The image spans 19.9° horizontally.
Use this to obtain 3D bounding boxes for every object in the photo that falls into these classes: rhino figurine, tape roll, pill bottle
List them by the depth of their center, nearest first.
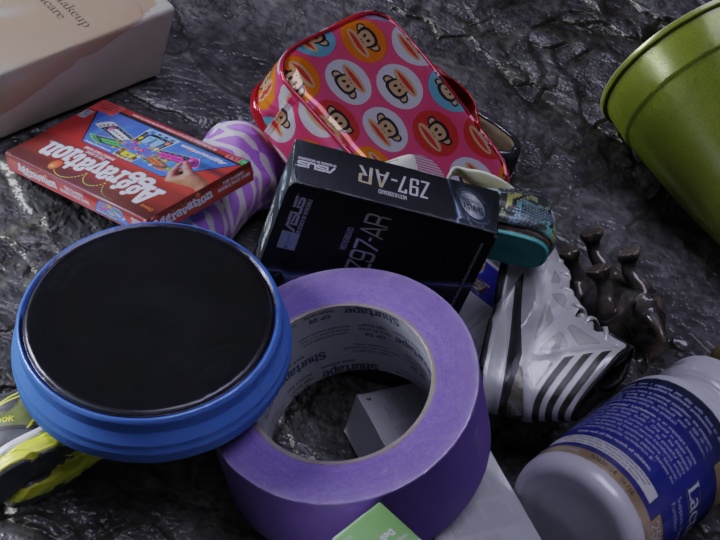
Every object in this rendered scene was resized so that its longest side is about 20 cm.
[{"bbox_3d":[-0.008,0.103,1.469,0.198,0.085,0.201,-6,52,7],"label":"tape roll"},{"bbox_3d":[0.214,0.149,1.546,0.116,0.116,0.199,41,47,19],"label":"pill bottle"},{"bbox_3d":[0.213,0.030,1.639,0.059,0.088,0.200,-21,16,-7],"label":"rhino figurine"}]

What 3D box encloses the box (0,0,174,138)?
[{"bbox_3d":[-0.262,-0.188,1.712,0.095,0.078,0.199,42,47,21],"label":"box"}]

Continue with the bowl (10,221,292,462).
[{"bbox_3d":[-0.148,0.044,1.439,0.198,0.040,0.202,0,47,0],"label":"bowl"}]

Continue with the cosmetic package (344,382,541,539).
[{"bbox_3d":[0.067,0.174,1.508,0.082,0.051,0.201,-8,51,-28],"label":"cosmetic package"}]

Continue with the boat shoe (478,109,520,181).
[{"bbox_3d":[0.055,-0.138,1.804,0.200,0.061,0.074,38,46,17],"label":"boat shoe"}]

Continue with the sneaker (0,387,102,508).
[{"bbox_3d":[-0.196,0.091,1.466,0.199,0.075,0.085,-23,58,-37],"label":"sneaker"}]

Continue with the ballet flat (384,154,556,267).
[{"bbox_3d":[0.053,-0.052,1.563,0.198,0.075,0.075,14,44,-9],"label":"ballet flat"}]

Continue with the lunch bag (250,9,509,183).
[{"bbox_3d":[0.025,-0.112,1.668,0.176,0.082,0.201,-32,82,-39],"label":"lunch bag"}]

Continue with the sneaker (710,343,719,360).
[{"bbox_3d":[0.379,0.091,1.710,0.198,0.075,0.090,22,34,-10],"label":"sneaker"}]

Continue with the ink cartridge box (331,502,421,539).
[{"bbox_3d":[0.049,0.267,1.360,0.200,0.118,0.067,40,47,19],"label":"ink cartridge box"}]

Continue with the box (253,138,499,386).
[{"bbox_3d":[0.000,0.000,1.542,0.159,0.201,0.044,14,48,-10],"label":"box"}]

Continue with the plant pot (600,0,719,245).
[{"bbox_3d":[0.344,-0.112,1.820,0.199,0.201,0.194,-12,65,-31],"label":"plant pot"}]

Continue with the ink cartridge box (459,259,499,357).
[{"bbox_3d":[0.099,0.044,1.659,0.200,0.039,0.099,39,45,19],"label":"ink cartridge box"}]

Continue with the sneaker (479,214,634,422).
[{"bbox_3d":[0.158,0.040,1.594,0.114,0.076,0.202,11,53,5],"label":"sneaker"}]

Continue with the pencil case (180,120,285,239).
[{"bbox_3d":[-0.128,-0.038,1.618,0.086,0.084,0.200,48,44,-13],"label":"pencil case"}]

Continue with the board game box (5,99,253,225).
[{"bbox_3d":[-0.184,-0.082,1.606,0.103,0.020,0.199,-33,37,-29],"label":"board game box"}]
